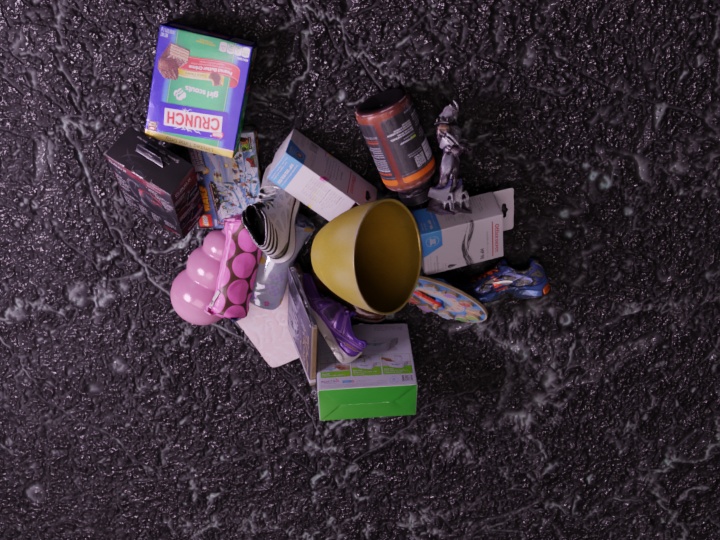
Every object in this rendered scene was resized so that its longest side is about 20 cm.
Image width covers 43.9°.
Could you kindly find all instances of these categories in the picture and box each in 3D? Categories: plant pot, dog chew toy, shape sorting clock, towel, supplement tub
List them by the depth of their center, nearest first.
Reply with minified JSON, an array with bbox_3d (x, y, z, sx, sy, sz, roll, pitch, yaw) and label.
[{"bbox_3d":[-0.003,-0.028,1.592,0.141,0.200,0.201,4,127,39],"label":"plant pot"},{"bbox_3d":[0.072,-0.219,1.624,0.106,0.107,0.201,-17,118,14],"label":"supplement tub"},{"bbox_3d":[0.155,0.058,1.758,0.199,0.200,0.040,28,77,-11],"label":"shape sorting clock"},{"bbox_3d":[-0.299,0.007,1.788,0.124,0.125,0.201,24,106,-10],"label":"dog chew toy"},{"bbox_3d":[-0.161,0.097,1.876,0.190,0.032,0.201,-25,116,17],"label":"towel"}]

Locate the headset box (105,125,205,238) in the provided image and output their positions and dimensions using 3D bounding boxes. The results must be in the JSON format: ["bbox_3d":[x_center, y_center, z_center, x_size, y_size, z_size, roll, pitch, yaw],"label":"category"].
[{"bbox_3d":[-0.372,-0.162,1.632,0.148,0.075,0.200,31,159,11],"label":"headset box"}]

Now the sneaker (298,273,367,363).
[{"bbox_3d":[-0.057,0.086,1.773,0.083,0.081,0.201,-34,83,-3],"label":"sneaker"}]

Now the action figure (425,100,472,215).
[{"bbox_3d":[0.163,-0.201,1.595,0.069,0.130,0.202,5,100,26],"label":"action figure"}]

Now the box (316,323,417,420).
[{"bbox_3d":[0.007,0.202,1.820,0.198,0.177,0.097,-4,130,-4],"label":"box"}]

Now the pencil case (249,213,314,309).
[{"bbox_3d":[-0.164,-0.023,1.755,0.090,0.083,0.201,11,112,-39],"label":"pencil case"}]

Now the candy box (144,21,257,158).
[{"bbox_3d":[-0.284,-0.320,1.589,0.167,0.077,0.202,13,110,-1],"label":"candy box"}]

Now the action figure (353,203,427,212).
[{"bbox_3d":[0.054,-0.104,1.715,0.199,0.066,0.099,-24,130,17],"label":"action figure"}]

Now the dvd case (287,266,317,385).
[{"bbox_3d":[-0.115,0.111,1.750,0.016,0.149,0.201,-14,143,-15],"label":"dvd case"}]

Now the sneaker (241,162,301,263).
[{"bbox_3d":[-0.165,-0.125,1.640,0.075,0.203,0.115,-11,157,18],"label":"sneaker"}]

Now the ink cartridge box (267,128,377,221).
[{"bbox_3d":[-0.068,-0.162,1.664,0.199,0.116,0.068,34,118,-15],"label":"ink cartridge box"}]

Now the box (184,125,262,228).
[{"bbox_3d":[-0.258,-0.177,1.716,0.135,0.040,0.202,0,121,4],"label":"box"}]

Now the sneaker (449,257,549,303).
[{"bbox_3d":[0.273,0.015,1.776,0.198,0.075,0.079,-7,104,6],"label":"sneaker"}]

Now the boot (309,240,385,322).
[{"bbox_3d":[0.000,0.000,1.746,0.185,0.064,0.201,28,137,-2],"label":"boot"}]

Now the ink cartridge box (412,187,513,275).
[{"bbox_3d":[0.204,-0.073,1.681,0.198,0.067,0.116,-14,137,-3],"label":"ink cartridge box"}]

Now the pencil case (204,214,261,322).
[{"bbox_3d":[-0.239,-0.008,1.700,0.093,0.090,0.202,7,96,-45],"label":"pencil case"}]
